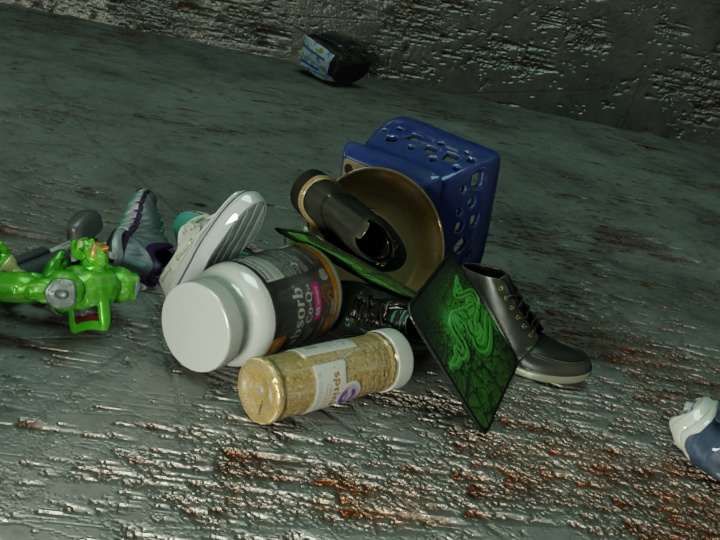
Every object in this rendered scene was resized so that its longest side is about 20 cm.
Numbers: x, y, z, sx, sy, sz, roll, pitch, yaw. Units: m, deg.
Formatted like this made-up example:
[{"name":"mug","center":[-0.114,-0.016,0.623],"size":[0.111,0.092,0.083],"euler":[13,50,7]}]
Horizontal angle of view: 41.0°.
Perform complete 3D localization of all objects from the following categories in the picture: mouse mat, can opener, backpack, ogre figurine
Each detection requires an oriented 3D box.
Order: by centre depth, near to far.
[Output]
[{"name":"ogre figurine","center":[-0.317,0.015,1.038],"size":[0.119,0.099,0.200],"euler":[7,-14,22]},{"name":"mouse mat","center":[0.120,0.076,1.085],"size":[0.162,0.007,0.200],"euler":[58,25,-6]},{"name":"can opener","center":[-0.370,-0.025,1.135],"size":[0.053,0.068,0.200],"euler":[6,17,18]},{"name":"mouse mat","center":[0.000,0.000,1.146],"size":[0.199,0.008,0.161],"euler":[31,-7,-21]},{"name":"backpack","center":[-0.094,-0.633,2.875],"size":[0.162,0.154,0.200],"euler":[-14,55,-48]}]

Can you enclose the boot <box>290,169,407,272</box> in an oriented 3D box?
[{"name":"boot","center":[0.016,-0.027,1.124],"size":[0.199,0.078,0.138],"euler":[31,6,-44]}]

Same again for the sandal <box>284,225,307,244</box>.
[{"name":"sandal","center":[-0.050,-0.023,1.354],"size":[0.079,0.058,0.201],"euler":[5,22,-23]}]

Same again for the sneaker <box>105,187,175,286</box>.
[{"name":"sneaker","center":[-0.277,-0.036,1.252],"size":[0.087,0.075,0.201],"euler":[23,28,-11]}]

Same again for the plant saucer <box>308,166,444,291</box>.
[{"name":"plant saucer","center":[0.017,-0.033,1.264],"size":[0.198,0.203,0.035],"euler":[3,-4,-26]}]

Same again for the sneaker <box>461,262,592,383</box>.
[{"name":"sneaker","center":[0.202,0.066,1.205],"size":[0.198,0.107,0.075],"euler":[18,20,13]}]

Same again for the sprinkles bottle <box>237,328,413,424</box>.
[{"name":"sprinkles bottle","center":[-0.032,0.107,1.002],"size":[0.199,0.069,0.068],"euler":[-8,29,-45]}]

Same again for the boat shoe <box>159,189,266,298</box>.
[{"name":"boat shoe","center":[-0.177,-0.027,1.073],"size":[0.067,0.200,0.073],"euler":[48,34,15]}]

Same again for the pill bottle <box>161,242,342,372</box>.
[{"name":"pill bottle","center":[-0.116,0.040,1.059],"size":[0.116,0.118,0.199],"euler":[23,23,26]}]

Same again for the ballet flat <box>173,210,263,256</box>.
[{"name":"ballet flat","center":[-0.162,-0.016,1.271],"size":[0.199,0.070,0.071],"euler":[28,6,26]}]

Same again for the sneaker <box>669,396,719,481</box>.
[{"name":"sneaker","center":[0.442,0.180,1.090],"size":[0.198,0.081,0.146],"euler":[-8,33,-34]}]

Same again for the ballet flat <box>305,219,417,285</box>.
[{"name":"ballet flat","center":[-0.002,-0.023,1.314],"size":[0.200,0.069,0.063],"euler":[39,-5,-19]}]

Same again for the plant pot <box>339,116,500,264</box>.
[{"name":"plant pot","center":[0.073,-0.099,1.449],"size":[0.199,0.202,0.179],"euler":[25,30,30]}]

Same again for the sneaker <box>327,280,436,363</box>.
[{"name":"sneaker","center":[0.026,0.051,1.146],"size":[0.198,0.076,0.079],"euler":[15,-15,6]}]
